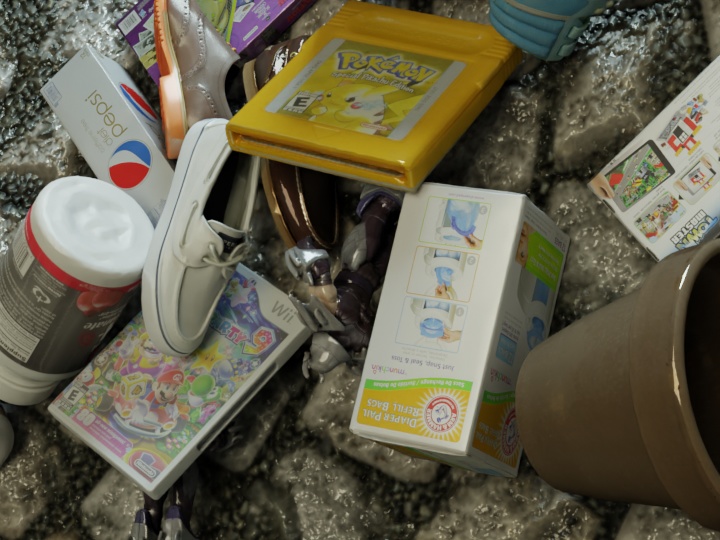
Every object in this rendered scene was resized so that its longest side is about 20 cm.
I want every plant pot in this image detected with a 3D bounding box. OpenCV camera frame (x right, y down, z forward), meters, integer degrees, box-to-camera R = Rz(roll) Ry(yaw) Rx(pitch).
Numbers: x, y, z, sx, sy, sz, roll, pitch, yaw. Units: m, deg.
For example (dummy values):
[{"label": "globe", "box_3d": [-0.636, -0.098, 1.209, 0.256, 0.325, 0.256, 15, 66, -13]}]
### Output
[{"label": "plant pot", "box_3d": [0.208, 0.090, 1.292, 0.174, 0.199, 0.202, -13, 70, 40]}]

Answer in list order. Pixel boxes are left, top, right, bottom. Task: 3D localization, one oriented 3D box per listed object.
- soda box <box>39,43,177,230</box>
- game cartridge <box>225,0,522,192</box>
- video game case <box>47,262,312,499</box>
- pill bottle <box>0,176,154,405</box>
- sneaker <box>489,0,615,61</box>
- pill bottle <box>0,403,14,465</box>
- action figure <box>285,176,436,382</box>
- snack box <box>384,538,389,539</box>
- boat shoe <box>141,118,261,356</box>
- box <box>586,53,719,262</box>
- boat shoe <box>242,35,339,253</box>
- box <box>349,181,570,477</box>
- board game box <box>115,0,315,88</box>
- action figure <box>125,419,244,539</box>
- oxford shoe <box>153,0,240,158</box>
[{"label": "soda box", "box_3d": [-0.202, -0.104, 1.605, 0.064, 0.068, 0.200, -42, 62, 11]}, {"label": "game cartridge", "box_3d": [0.015, -0.147, 1.465, 0.175, 0.033, 0.200, 14, 47, 28]}, {"label": "video game case", "box_3d": [-0.148, 0.080, 1.509, 0.143, 0.018, 0.200, 32, 71, 36]}, {"label": "pill bottle", "box_3d": [-0.261, 0.024, 1.543, 0.200, 0.110, 0.111, -53, 56, 38]}, {"label": "sneaker", "box_3d": [0.191, -0.229, 1.444, 0.198, 0.131, 0.080, -2, 45, -9]}, {"label": "pill bottle", "box_3d": [-0.398, 0.094, 1.621, 0.115, 0.116, 0.201, -38, 63, 12]}, {"label": "action figure", "box_3d": [0.000, 0.000, 1.438, 0.069, 0.130, 0.201, 11, 64, 31]}, {"label": "snack box", "box_3d": [0.083, 0.296, 1.368, 0.199, 0.037, 0.117, 21, 86, 30]}, {"label": "boat shoe", "box_3d": [-0.126, -0.028, 1.483, 0.065, 0.073, 0.202, 4, 84, 45]}, {"label": "box", "box_3d": [0.281, -0.095, 1.378, 0.200, 0.035, 0.110, -44, 62, 10]}, {"label": "boat shoe", "box_3d": [-0.048, -0.107, 1.526, 0.070, 0.070, 0.202, -23, 67, 21]}, {"label": "box", "box_3d": [0.079, 0.047, 1.396, 0.101, 0.112, 0.202, 8, 78, 28]}, {"label": "board game box", "box_3d": [-0.118, -0.245, 1.625, 0.200, 0.032, 0.120, -41, 59, 11]}, {"label": "action figure", "box_3d": [-0.157, 0.163, 1.510, 0.129, 0.069, 0.202, -8, 70, 30]}, {"label": "oxford shoe", "box_3d": [-0.142, -0.189, 1.583, 0.072, 0.071, 0.202, -5, 68, -6]}]
